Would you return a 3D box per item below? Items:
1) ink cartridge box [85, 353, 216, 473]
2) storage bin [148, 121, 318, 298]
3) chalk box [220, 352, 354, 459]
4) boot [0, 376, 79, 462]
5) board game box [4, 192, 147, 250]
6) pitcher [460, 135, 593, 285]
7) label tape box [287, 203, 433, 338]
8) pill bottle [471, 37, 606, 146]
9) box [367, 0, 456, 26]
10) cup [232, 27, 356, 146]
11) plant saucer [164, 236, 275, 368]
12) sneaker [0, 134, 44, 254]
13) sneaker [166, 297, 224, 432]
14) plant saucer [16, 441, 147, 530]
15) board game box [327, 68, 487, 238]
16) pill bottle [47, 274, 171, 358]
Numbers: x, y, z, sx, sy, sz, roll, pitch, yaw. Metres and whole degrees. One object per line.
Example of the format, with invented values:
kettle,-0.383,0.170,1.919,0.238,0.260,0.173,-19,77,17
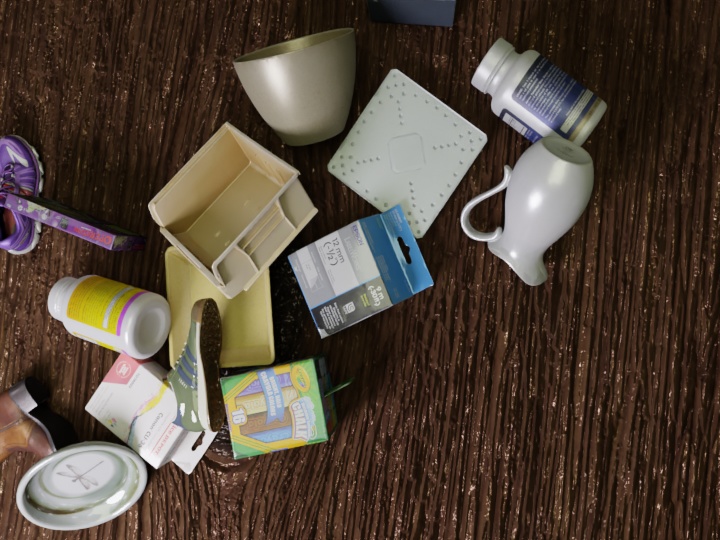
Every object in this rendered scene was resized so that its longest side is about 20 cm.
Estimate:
ink cartridge box,-0.338,0.238,1.120,0.198,0.067,0.118,36,91,6
storage bin,-0.202,-0.094,1.049,0.199,0.094,0.199,-47,54,-10
chalk box,-0.103,0.206,1.070,0.194,0.125,0.128,-11,86,6
boot,-0.591,0.310,1.146,0.197,0.069,0.191,-34,96,9
board game box,-0.467,-0.079,1.122,0.195,0.120,0.033,21,89,7
pitcher,0.250,-0.105,1.032,0.169,0.121,0.204,29,127,14
label tape box,0.000,0.000,1.086,0.196,0.066,0.147,-25,85,15
pill bottle,0.275,-0.270,1.060,0.198,0.111,0.112,38,91,6
box,0.092,-0.517,1.092,0.143,0.107,0.207,6,87,5
cup,-0.088,-0.285,1.074,0.194,0.202,0.147,-13,114,5
plant saucer,-0.223,0.055,1.109,0.194,0.048,0.207,-6,85,19
sneaker,-0.593,-0.133,1.155,0.078,0.083,0.207,-7,86,5
sneaker,-0.267,0.150,1.058,0.087,0.067,0.207,-7,83,20
plant saucer,-0.447,0.336,1.094,0.198,0.201,0.051,-35,45,2
board game box,0.076,-0.192,1.119,0.198,0.026,0.202,36,91,6
pill bottle,-0.414,0.068,1.106,0.195,0.104,0.108,14,89,23
